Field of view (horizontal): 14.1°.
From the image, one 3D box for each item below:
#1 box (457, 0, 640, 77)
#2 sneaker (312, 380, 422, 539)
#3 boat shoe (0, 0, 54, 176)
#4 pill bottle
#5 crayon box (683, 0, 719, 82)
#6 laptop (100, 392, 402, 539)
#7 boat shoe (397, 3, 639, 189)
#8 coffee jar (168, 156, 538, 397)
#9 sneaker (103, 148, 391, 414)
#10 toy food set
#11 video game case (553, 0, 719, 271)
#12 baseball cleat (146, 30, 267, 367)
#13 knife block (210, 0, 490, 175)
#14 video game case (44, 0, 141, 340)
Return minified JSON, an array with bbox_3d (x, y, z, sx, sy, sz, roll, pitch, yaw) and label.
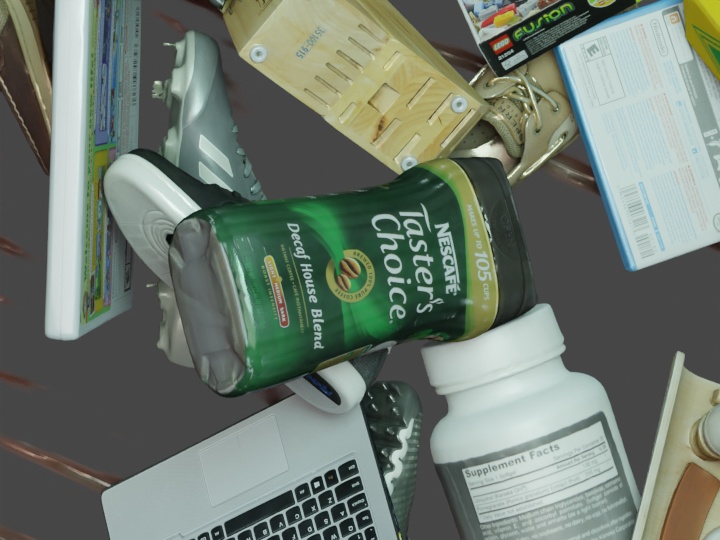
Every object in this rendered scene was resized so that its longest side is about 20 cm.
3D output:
[{"bbox_3d":[0.144,-0.202,1.677,0.199,0.035,0.110,-29,48,7],"label":"box"},{"bbox_3d":[0.003,0.167,1.741,0.066,0.090,0.201,8,76,38],"label":"sneaker"},{"bbox_3d":[-0.218,-0.142,1.738,0.072,0.072,0.201,-22,88,15],"label":"boat shoe"},{"bbox_3d":[0.105,0.126,1.701,0.110,0.111,0.201,-18,92,7],"label":"pill bottle"},{"bbox_3d":[0.307,-0.135,1.620,0.199,0.058,0.173,-27,54,-8],"label":"crayon box"},{"bbox_3d":[-0.083,0.165,1.664,0.187,0.116,0.201,-27,60,20],"label":"laptop"},{"bbox_3d":[0.092,-0.089,1.708,0.071,0.065,0.200,40,98,2],"label":"boat shoe"},{"bbox_3d":[0.000,0.000,1.612,0.199,0.085,0.105,-14,86,-29],"label":"coffee jar"},{"bbox_3d":[-0.051,-0.021,1.682,0.200,0.073,0.112,45,61,-16],"label":"sneaker"},{"bbox_3d":[0.252,0.144,1.668,0.199,0.060,0.144,19,71,-11],"label":"toy food set"},{"bbox_3d":[0.226,-0.099,1.692,0.199,0.018,0.144,-19,92,-8],"label":"video game case"},{"bbox_3d":[-0.074,-0.042,1.738,0.106,0.070,0.201,2,100,-8],"label":"baseball cleat"},{"bbox_3d":[-0.030,-0.157,1.699,0.200,0.176,0.064,35,106,-25],"label":"knife block"},{"bbox_3d":[-0.153,-0.069,1.676,0.022,0.182,0.201,3,95,5],"label":"video game case"}]
